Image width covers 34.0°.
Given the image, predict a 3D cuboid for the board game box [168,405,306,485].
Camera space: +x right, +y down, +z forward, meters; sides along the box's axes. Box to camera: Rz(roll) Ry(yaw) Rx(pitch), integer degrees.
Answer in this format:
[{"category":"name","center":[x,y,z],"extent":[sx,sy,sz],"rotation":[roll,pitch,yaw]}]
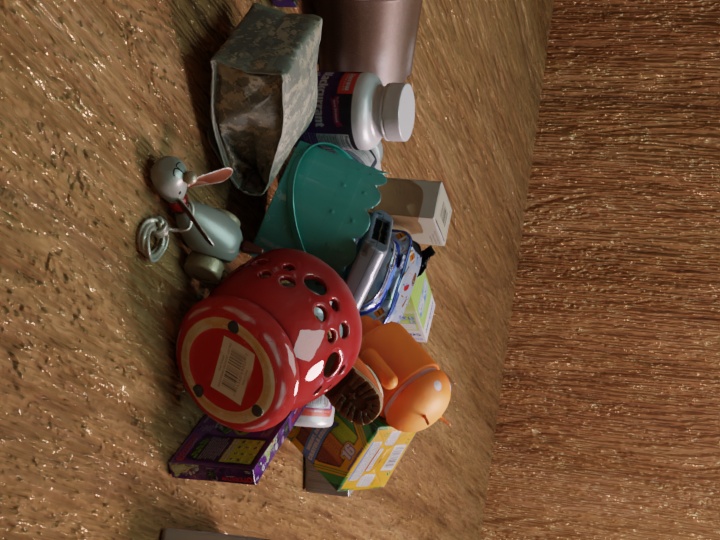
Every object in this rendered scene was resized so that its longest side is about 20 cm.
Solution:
[{"category":"board game box","center":[-0.154,0.208,1.543],"extent":[0.200,0.119,0.032],"rotation":[-54,145,-57]}]

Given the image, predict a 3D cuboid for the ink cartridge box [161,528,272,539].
[{"category":"ink cartridge box","center":[-0.159,0.387,1.529],"extent":[0.200,0.146,0.084],"rotation":[43,53,-69]}]

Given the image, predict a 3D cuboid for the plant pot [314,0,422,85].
[{"category":"plant pot","center":[0.012,-0.400,1.820],"extent":[0.201,0.199,0.199],"rotation":[-59,156,-54]}]

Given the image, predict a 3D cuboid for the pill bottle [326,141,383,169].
[{"category":"pill bottle","center":[-0.033,-0.145,1.832],"extent":[0.200,0.119,0.120],"rotation":[-61,150,-54]}]

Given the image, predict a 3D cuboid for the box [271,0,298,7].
[{"category":"box","center":[-0.108,-0.490,1.644],"extent":[0.137,0.039,0.201],"rotation":[48,49,-65]}]

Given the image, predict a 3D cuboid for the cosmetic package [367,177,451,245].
[{"category":"cosmetic package","center":[0.043,-0.101,1.948],"extent":[0.105,0.199,0.072],"rotation":[59,41,-59]}]

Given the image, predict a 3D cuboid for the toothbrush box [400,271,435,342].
[{"category":"toothbrush box","center":[0.039,0.036,2.059],"extent":[0.200,0.145,0.087],"rotation":[68,31,-55]}]

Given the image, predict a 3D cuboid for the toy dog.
[{"category":"toy dog","center":[-0.181,-0.059,1.431],"extent":[0.200,0.096,0.133],"rotation":[33,62,-70]}]

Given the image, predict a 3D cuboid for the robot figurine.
[{"category":"robot figurine","center":[0.056,0.157,1.749],"extent":[0.116,0.200,0.144],"rotation":[-29,152,-26]}]

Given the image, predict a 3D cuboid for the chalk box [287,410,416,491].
[{"category":"chalk box","center":[-0.033,0.229,1.825],"extent":[0.124,0.200,0.125],"rotation":[10,115,-54]}]

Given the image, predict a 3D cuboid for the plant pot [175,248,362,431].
[{"category":"plant pot","center":[-0.125,0.091,1.493],"extent":[0.182,0.199,0.202],"rotation":[-31,125,-55]}]

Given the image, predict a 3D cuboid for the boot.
[{"category":"boot","center":[-0.042,0.127,1.640],"extent":[0.200,0.075,0.107],"rotation":[49,10,5]}]

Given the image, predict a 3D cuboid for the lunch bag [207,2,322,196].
[{"category":"lunch bag","center":[-0.124,-0.217,1.526],"extent":[0.164,0.117,0.201],"rotation":[-66,165,-48]}]

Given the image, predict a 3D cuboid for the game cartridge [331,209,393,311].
[{"category":"game cartridge","center":[0.000,0.000,1.622],"extent":[0.134,0.041,0.200],"rotation":[-60,-176,17]}]

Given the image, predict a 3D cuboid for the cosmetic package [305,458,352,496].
[{"category":"cosmetic package","center":[-0.039,0.265,1.975],"extent":[0.107,0.090,0.202],"rotation":[-26,116,-69]}]

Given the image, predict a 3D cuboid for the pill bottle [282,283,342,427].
[{"category":"pill bottle","center":[-0.085,0.123,1.725],"extent":[0.111,0.111,0.202],"rotation":[18,77,-72]}]

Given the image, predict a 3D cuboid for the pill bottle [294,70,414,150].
[{"category":"pill bottle","center":[-0.028,-0.231,1.696],"extent":[0.111,0.199,0.112],"rotation":[4,90,-72]}]

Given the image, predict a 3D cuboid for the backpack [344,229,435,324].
[{"category":"backpack","center":[-0.005,0.021,1.871],"extent":[0.154,0.199,0.192],"rotation":[20,81,-66]}]

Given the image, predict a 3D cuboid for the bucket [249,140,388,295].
[{"category":"bucket","center":[-0.059,-0.075,1.637],"extent":[0.207,0.134,0.208],"rotation":[-156,-90,-86]}]
